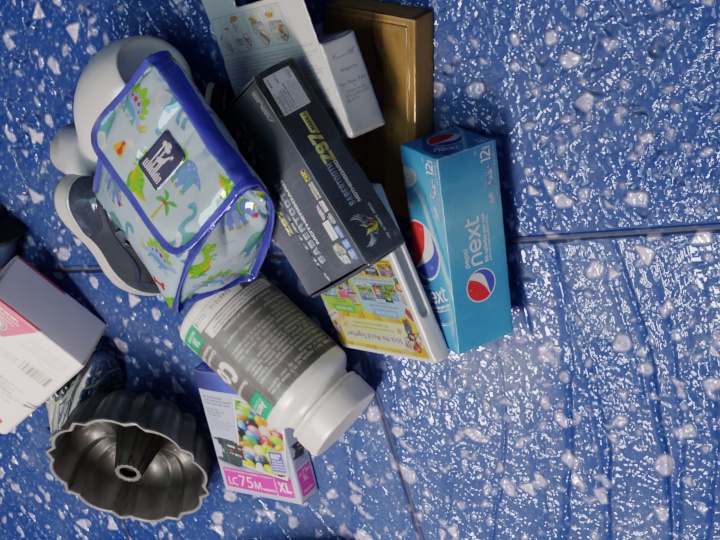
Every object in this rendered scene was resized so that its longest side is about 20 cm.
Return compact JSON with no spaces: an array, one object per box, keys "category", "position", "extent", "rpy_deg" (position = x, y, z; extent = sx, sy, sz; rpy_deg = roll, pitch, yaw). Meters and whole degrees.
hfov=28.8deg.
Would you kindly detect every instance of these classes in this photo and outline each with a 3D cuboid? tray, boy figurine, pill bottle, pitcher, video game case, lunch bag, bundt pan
[{"category":"tray","position":[0.019,-0.154,1.339],"extent":[0.099,0.037,0.200],"rpy_deg":[16,122,29]},{"category":"boy figurine","position":[-0.488,0.005,1.789],"extent":[0.124,0.064,0.200],"rpy_deg":[36,128,9]},{"category":"pill bottle","position":[-0.088,0.097,1.505],"extent":[0.200,0.113,0.113],"rpy_deg":[42,132,11]},{"category":"pitcher","position":[-0.229,-0.146,1.488],"extent":[0.171,0.121,0.200],"rpy_deg":[32,144,-9]},{"category":"video game case","position":[0.000,0.000,1.396],"extent":[0.200,0.023,0.182],"rpy_deg":[4,120,62]},{"category":"lunch bag","position":[-0.166,-0.085,1.327],"extent":[0.170,0.127,0.200],"rpy_deg":[53,147,18]},{"category":"bundt pan","position":[-0.273,0.216,1.700],"extent":[0.202,0.076,0.202],"rpy_deg":[6,136,6]}]

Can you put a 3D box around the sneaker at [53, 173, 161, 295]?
[{"category":"sneaker","position":[-0.219,-0.031,1.517],"extent":[0.146,0.077,0.202],"rpy_deg":[2,151,30]}]

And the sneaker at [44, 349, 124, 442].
[{"category":"sneaker","position":[-0.364,0.167,1.780],"extent":[0.085,0.077,0.200],"rpy_deg":[41,130,21]}]

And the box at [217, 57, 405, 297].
[{"category":"box","position":[-0.055,-0.082,1.316],"extent":[0.200,0.051,0.158],"rpy_deg":[59,157,-1]}]

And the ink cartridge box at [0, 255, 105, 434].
[{"category":"ink cartridge box","position":[-0.437,0.096,1.745],"extent":[0.146,0.083,0.200],"rpy_deg":[40,128,-16]}]

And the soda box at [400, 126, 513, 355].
[{"category":"soda box","position":[0.092,-0.028,1.320],"extent":[0.064,0.068,0.200],"rpy_deg":[28,132,54]}]

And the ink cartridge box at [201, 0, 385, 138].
[{"category":"ink cartridge box","position":[-0.071,-0.208,1.328],"extent":[0.200,0.044,0.174],"rpy_deg":[4,117,59]}]

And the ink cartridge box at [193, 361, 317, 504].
[{"category":"ink cartridge box","position":[-0.125,0.171,1.627],"extent":[0.119,0.042,0.200],"rpy_deg":[4,115,35]}]

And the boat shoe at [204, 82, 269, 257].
[{"category":"boat shoe","position":[-0.126,-0.098,1.461],"extent":[0.066,0.075,0.200],"rpy_deg":[0,107,6]}]
